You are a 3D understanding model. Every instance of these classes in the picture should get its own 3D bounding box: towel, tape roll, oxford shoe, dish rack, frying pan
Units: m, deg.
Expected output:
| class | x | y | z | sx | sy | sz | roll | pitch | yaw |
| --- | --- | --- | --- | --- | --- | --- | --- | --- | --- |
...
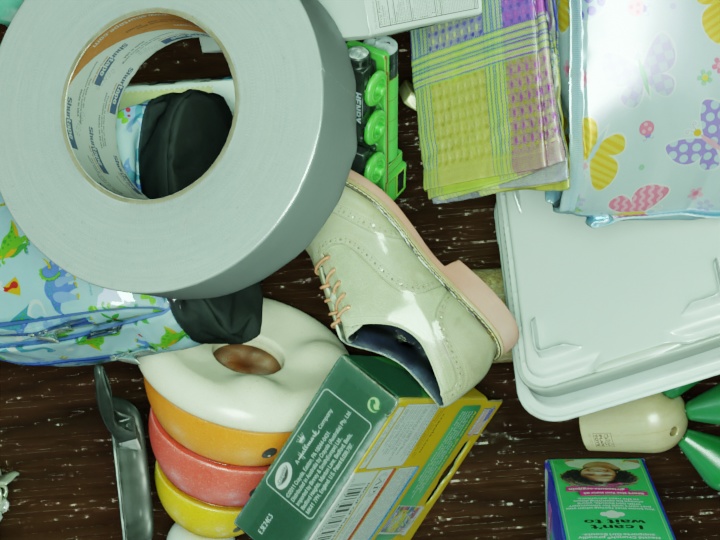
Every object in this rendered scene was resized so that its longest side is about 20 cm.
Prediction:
| class | x | y | z | sx | sy | sz | roll | pitch | yaw |
| --- | --- | --- | --- | --- | --- | --- | --- | --- | --- |
| towel | 0.071 | -0.140 | 0.951 | 0.023 | 0.143 | 0.202 | -4 | 88 | -29 |
| tape roll | -0.104 | -0.086 | 0.905 | 0.199 | 0.066 | 0.202 | -1 | 85 | 17 |
| oxford shoe | 0.000 | 0.000 | 0.991 | 0.200 | 0.071 | 0.074 | 38 | 66 | 11 |
| dish rack | 0.161 | -0.017 | 1.013 | 0.171 | 0.201 | 0.044 | -19 | 141 | 19 |
| frying pan | -0.156 | 0.106 | 1.076 | 0.031 | 0.115 | 0.191 | -6 | 124 | -10 |

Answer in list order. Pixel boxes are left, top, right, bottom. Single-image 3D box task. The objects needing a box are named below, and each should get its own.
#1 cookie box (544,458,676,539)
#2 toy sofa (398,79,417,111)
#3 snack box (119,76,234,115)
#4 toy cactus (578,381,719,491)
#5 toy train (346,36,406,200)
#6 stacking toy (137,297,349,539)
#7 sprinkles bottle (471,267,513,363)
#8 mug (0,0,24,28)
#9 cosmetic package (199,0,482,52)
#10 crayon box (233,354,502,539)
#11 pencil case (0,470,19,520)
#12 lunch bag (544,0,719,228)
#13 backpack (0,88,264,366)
| class | x | y | z | sx | sy | sz | roll | pitch | yaw |
| --- | --- | --- | --- | --- | --- | --- | --- | --- | --- |
| cookie box | 0.162 | 0.230 | 1.056 | 0.075 | 0.200 | 0.172 | -3 | 100 | 3 |
| toy sofa | 0.116 | -0.164 | 1.048 | 0.097 | 0.083 | 0.201 | 32 | 100 | -9 |
| snack box | -0.123 | -0.068 | 1.096 | 0.198 | 0.037 | 0.117 | -4 | 100 | 3 |
| toy cactus | 0.223 | 0.097 | 1.047 | 0.164 | 0.103 | 0.201 | -11 | 132 | 20 |
| toy train | 0.005 | -0.063 | 1.043 | 0.042 | 0.056 | 0.201 | 23 | 135 | 23 |
| stacking toy | -0.091 | 0.128 | 1.104 | 0.145 | 0.146 | 0.201 | 14 | 119 | 0 |
| sprinkles bottle | 0.158 | 0.026 | 1.087 | 0.198 | 0.068 | 0.069 | -4 | 100 | 3 |
| mug | -0.180 | -0.199 | 1.010 | 0.114 | 0.152 | 0.185 | 46 | 72 | -6 |
| cosmetic package | -0.020 | -0.164 | 0.989 | 0.082 | 0.200 | 0.051 | -14 | 101 | -31 |
| crayon box | 0.010 | 0.120 | 1.062 | 0.051 | 0.200 | 0.126 | 36 | 100 | 21 |
| pencil case | -0.287 | 0.229 | 1.134 | 0.089 | 0.078 | 0.201 | 7 | 100 | 21 |
| lunch bag | 0.187 | -0.129 | 0.954 | 0.168 | 0.127 | 0.202 | -4 | 92 | -3 |
| backpack | -0.179 | -0.016 | 1.019 | 0.199 | 0.153 | 0.164 | -13 | 79 | 32 |
